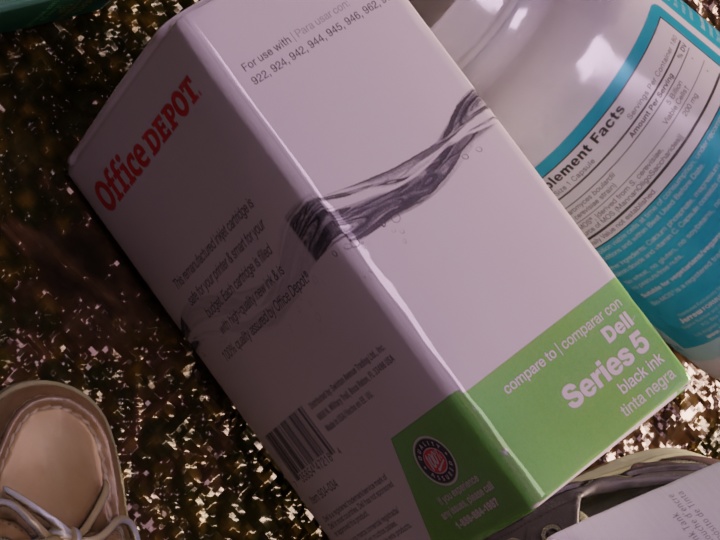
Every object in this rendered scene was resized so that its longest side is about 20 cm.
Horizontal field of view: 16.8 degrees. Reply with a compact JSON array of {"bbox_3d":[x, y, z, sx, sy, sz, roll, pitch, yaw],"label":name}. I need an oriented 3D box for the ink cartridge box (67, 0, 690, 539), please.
[{"bbox_3d":[0.000,0.000,0.862,0.084,0.145,0.200,-34,86,-29],"label":"ink cartridge box"}]

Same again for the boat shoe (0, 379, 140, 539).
[{"bbox_3d":[-0.108,0.134,0.834,0.073,0.063,0.202,15,71,-24],"label":"boat shoe"}]

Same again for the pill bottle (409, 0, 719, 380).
[{"bbox_3d":[0.107,-0.052,0.968,0.200,0.111,0.111,37,63,-15],"label":"pill bottle"}]

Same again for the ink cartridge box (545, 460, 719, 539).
[{"bbox_3d":[0.086,0.151,0.883,0.199,0.161,0.050,-20,52,-32],"label":"ink cartridge box"}]

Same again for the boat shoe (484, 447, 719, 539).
[{"bbox_3d":[0.077,0.115,0.936,0.200,0.066,0.072,-20,87,-30],"label":"boat shoe"}]

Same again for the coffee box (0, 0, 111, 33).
[{"bbox_3d":[-0.189,-0.134,0.868,0.199,0.044,0.123,-16,85,-30],"label":"coffee box"}]
